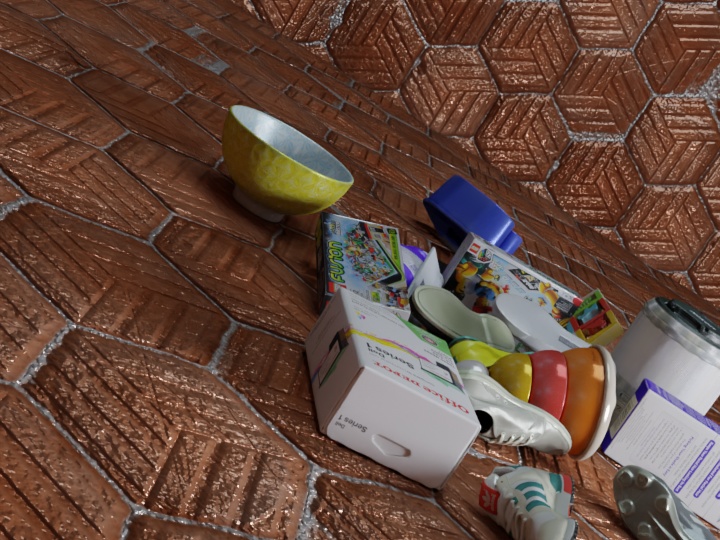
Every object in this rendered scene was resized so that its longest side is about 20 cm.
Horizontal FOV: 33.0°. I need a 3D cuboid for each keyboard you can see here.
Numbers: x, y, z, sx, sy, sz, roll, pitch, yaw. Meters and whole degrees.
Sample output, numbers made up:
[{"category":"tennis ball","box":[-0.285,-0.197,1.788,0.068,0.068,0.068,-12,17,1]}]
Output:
[{"category":"keyboard","box":[0.085,0.028,1.657,0.200,0.011,0.057,-56,131,-63]}]

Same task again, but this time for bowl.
[{"category":"bowl","box":[-0.121,-0.134,1.706,0.199,0.108,0.200,31,15,-9]}]

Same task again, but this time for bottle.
[{"category":"bottle","box":[0.056,0.002,1.720,0.083,0.065,0.200,38,15,10]}]

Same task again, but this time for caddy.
[{"category":"caddy","box":[0.196,-0.077,2.199,0.200,0.105,0.141,42,-5,33]}]

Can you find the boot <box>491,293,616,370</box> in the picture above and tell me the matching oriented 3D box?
[{"category":"boot","box":[0.255,0.121,1.710,0.199,0.096,0.074,35,41,5]}]

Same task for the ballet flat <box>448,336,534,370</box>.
[{"category":"ballet flat","box":[0.191,0.139,1.591,0.199,0.067,0.067,17,42,-38]}]

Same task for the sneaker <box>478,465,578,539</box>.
[{"category":"sneaker","box":[0.157,0.244,1.181,0.093,0.071,0.200,16,16,5]}]

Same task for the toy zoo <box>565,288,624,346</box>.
[{"category":"toy zoo","box":[0.330,0.099,1.854,0.021,0.131,0.200,54,10,-13]}]

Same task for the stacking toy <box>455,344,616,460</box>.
[{"category":"stacking toy","box":[0.204,0.146,1.505,0.199,0.147,0.146,13,18,-7]}]

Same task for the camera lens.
[{"category":"camera lens","box":[0.439,0.152,1.764,0.159,0.201,0.160,30,15,-9]}]

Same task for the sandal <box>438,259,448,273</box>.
[{"category":"sandal","box":[0.182,0.023,1.955,0.199,0.043,0.076,30,15,-11]}]

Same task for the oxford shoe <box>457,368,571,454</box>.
[{"category":"oxford shoe","box":[0.169,0.179,1.415,0.200,0.075,0.058,33,54,-33]}]

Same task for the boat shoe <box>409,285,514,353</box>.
[{"category":"boat shoe","box":[0.121,0.078,1.612,0.199,0.066,0.075,20,48,-44]}]

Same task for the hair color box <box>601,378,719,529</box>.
[{"category":"hair color box","box":[0.437,0.248,1.632,0.199,0.110,0.065,34,13,2]}]

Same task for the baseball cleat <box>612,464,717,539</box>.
[{"category":"baseball cleat","box":[0.373,0.311,1.410,0.200,0.070,0.106,53,16,29]}]

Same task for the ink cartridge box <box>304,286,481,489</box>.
[{"category":"ink cartridge box","box":[0.029,0.117,1.254,0.144,0.084,0.200,28,16,-17]}]

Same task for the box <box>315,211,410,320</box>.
[{"category":"box","box":[0.000,0.000,1.539,0.109,0.035,0.200,12,31,-12]}]

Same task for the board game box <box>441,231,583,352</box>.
[{"category":"board game box","box":[0.210,0.045,1.782,0.199,0.127,0.035,28,15,-16]}]
